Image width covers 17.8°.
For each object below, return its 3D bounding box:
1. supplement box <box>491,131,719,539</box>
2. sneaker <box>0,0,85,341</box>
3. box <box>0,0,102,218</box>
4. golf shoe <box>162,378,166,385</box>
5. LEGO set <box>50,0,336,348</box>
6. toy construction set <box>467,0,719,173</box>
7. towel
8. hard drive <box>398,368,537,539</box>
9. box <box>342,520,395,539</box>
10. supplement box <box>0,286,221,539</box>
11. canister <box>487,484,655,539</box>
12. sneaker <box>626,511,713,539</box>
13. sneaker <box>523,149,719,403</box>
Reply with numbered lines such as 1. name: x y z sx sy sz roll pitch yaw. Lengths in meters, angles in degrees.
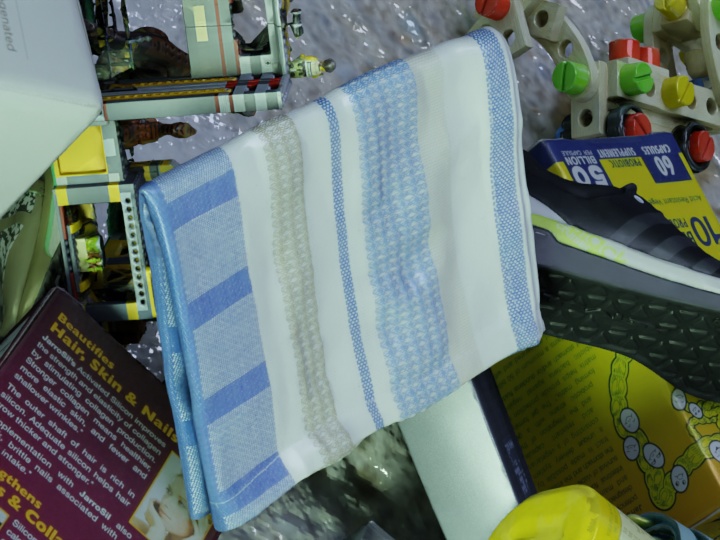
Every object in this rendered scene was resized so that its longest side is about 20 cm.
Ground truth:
1. supplement box: 0.133 0.044 1.152 0.108 0.109 0.201 -7 65 -46
2. sneaker: -0.161 -0.054 1.000 0.088 0.077 0.202 -2 63 -2
3. box: -0.228 -0.097 0.845 0.170 0.199 0.201 9 53 -39
4. golf shoe: -0.027 0.023 1.029 0.078 0.094 0.200 39 38 -11
5. LEGO set: -0.061 -0.068 0.936 0.154 0.115 0.202 -67 153 -74
6. toy construction set: 0.156 -0.122 1.321 0.199 0.092 0.132 6 80 -32
7. towel: 0.000 0.000 0.903 0.199 0.024 0.148 -27 119 -40
8. hard drive: 0.039 0.051 1.044 0.135 0.042 0.201 6 64 -83
9. box: 0.023 0.226 0.948 0.161 0.049 0.201 41 40 -15
10. supplement box: -0.134 0.117 0.854 0.110 0.086 0.200 42 40 -11
11. canister: 0.124 0.200 0.944 0.200 0.086 0.149 39 60 -21
12. sneaker: 0.183 0.140 1.038 0.131 0.200 0.080 47 9 -25
13. sneaker: 0.136 -0.005 1.055 0.199 0.072 0.083 21 52 -16
